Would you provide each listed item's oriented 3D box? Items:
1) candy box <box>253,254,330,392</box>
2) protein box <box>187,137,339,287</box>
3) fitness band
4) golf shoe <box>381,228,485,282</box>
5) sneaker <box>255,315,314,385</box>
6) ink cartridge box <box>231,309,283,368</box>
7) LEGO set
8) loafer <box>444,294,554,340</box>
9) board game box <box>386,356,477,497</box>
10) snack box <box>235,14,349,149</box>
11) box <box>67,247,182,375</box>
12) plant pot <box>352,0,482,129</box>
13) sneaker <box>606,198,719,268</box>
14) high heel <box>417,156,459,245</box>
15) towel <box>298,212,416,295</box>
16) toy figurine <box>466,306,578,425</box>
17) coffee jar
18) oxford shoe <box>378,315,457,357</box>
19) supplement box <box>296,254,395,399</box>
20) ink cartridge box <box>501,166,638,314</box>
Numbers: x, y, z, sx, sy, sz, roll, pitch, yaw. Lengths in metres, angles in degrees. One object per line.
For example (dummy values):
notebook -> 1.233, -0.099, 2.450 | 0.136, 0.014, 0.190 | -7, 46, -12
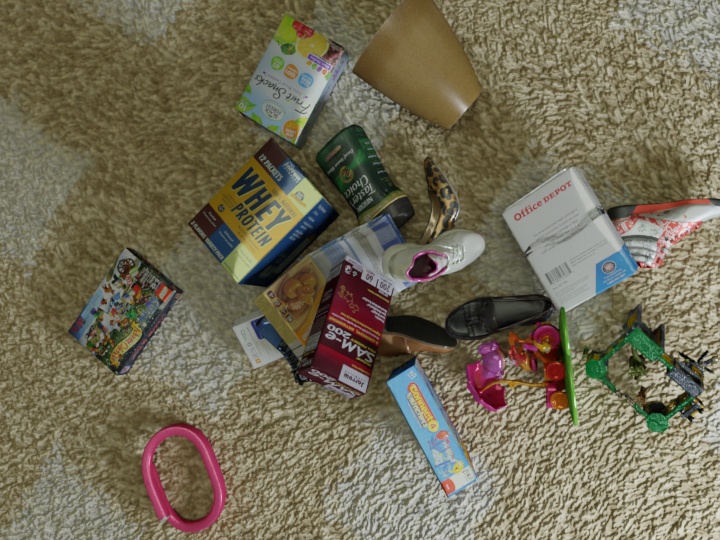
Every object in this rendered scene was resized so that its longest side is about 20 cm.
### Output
candy box -> -0.076, 0.090, 1.064 | 0.115, 0.055, 0.202 | -41, 95, -34
protein box -> -0.161, -0.092, 1.104 | 0.200, 0.198, 0.135 | -44, 83, 3
fitness band -> -0.336, 0.395, 1.184 | 0.141, 0.037, 0.205 | -25, 85, 5
golf shoe -> 0.137, -0.018, 1.058 | 0.195, 0.091, 0.078 | -16, 108, -18
sneaker -> -0.100, 0.145, 1.099 | 0.198, 0.090, 0.079 | 35, 125, -18
ink cartridge box -> -0.130, 0.101, 1.153 | 0.195, 0.037, 0.097 | -22, 112, 8
LEGO set -> 0.490, 0.160, 1.068 | 0.198, 0.116, 0.156 | 34, 121, 12
loafer -> 0.246, 0.075, 1.101 | 0.194, 0.063, 0.074 | -11, 78, 1
board game box -> 0.118, 0.252, 1.049 | 0.055, 0.200, 0.199 | -29, 84, 3
snack box -> -0.128, -0.357, 1.187 | 0.140, 0.053, 0.204 | 30, 92, 9
box -> -0.458, 0.080, 1.215 | 0.135, 0.038, 0.202 | 36, 92, 8
plant pot -> 0.116, -0.357, 1.107 | 0.199, 0.186, 0.187 | 42, 93, -7
sneaker -> 0.532, -0.062, 1.077 | 0.195, 0.067, 0.112 | -5, 87, 11
high heel -> 0.114, -0.089, 1.128 | 0.139, 0.071, 0.205 | -23, 93, -1
towel -> 0.000, 0.000, 1.119 | 0.196, 0.024, 0.149 | -27, 109, 19
toy figurine -> 0.267, 0.168, 1.062 | 0.179, 0.151, 0.206 | -7, 111, 17
coffee jar -> 0.010, -0.155, 1.136 | 0.104, 0.085, 0.202 | -37, 83, 25
oxford shoe -> 0.078, 0.127, 1.138 | 0.194, 0.072, 0.073 | 10, 118, 6
supplement box -> -0.020, 0.092, 1.026 | 0.107, 0.061, 0.205 | 28, 61, -21
ink cartridge box -> 0.357, -0.054, 1.067 | 0.143, 0.084, 0.204 | -33, 82, 28
